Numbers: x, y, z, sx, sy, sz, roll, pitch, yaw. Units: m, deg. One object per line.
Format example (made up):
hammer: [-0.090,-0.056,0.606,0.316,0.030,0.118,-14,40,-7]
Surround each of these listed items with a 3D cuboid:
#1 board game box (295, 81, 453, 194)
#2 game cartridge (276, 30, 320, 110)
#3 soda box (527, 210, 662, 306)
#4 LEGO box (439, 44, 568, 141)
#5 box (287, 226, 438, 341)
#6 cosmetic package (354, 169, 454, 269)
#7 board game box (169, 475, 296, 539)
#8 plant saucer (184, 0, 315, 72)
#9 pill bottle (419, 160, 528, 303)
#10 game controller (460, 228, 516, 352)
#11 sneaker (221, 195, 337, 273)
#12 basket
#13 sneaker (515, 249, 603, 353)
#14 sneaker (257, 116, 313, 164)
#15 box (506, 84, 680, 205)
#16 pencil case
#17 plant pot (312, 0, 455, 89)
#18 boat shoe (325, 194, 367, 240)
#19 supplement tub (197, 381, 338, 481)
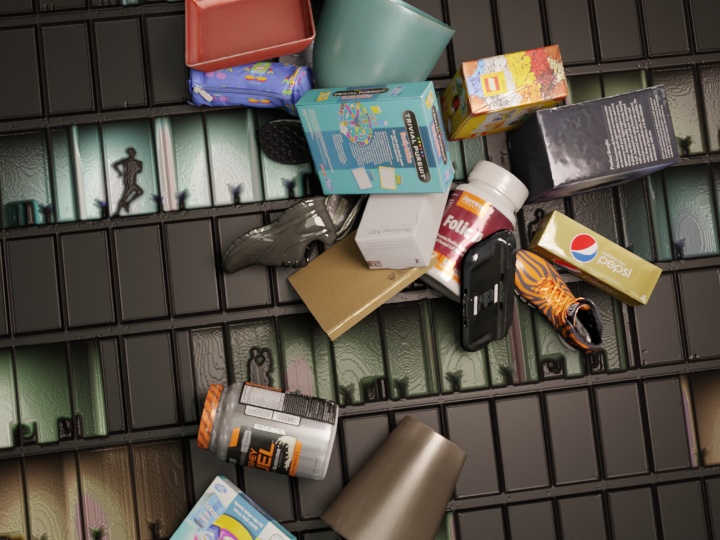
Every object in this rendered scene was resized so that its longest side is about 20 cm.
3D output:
board game box: [0.021,-0.186,1.310,0.198,0.047,0.152,2,128,27]
game cartridge: [-0.035,-0.318,1.470,0.197,0.038,0.132,3,82,-4]
soda box: [0.373,-0.017,1.459,0.198,0.068,0.065,28,84,-2]
LEGO box: [0.214,-0.267,1.400,0.147,0.200,0.078,-11,87,-5]
box: [0.000,0.000,1.398,0.199,0.164,0.021,-36,130,-4]
cosmetic package: [0.070,-0.101,1.382,0.100,0.074,0.202,-4,47,26]
board game box: [-0.216,0.438,1.378,0.150,0.047,0.201,36,84,13]
plant saucer: [-0.170,-0.381,1.411,0.197,0.037,0.202,-12,48,2]
pill bottle: [0.171,-0.061,1.425,0.113,0.114,0.201,33,84,-1]
game controller: [0.194,0.034,1.396,0.103,0.042,0.202,-21,129,-22]
sneaker: [-0.125,-0.035,1.402,0.198,0.076,0.092,-28,92,19]
basket: [0.065,0.335,1.383,0.179,0.136,0.201,34,81,-3]
sneaker: [0.313,0.043,1.428,0.078,0.112,0.200,-43,90,-6]
sneaker: [-0.063,-0.215,1.442,0.197,0.083,0.073,-2,114,22]
box: [0.349,-0.185,1.405,0.196,0.200,0.125,-11,87,-4]
pencil case: [-0.173,-0.285,1.411,0.197,0.087,0.079,9,127,13]
plant pot: [0.019,-0.328,1.366,0.199,0.201,0.162,26,107,-2]
boat shoe: [-0.011,-0.143,1.443,0.070,0.064,0.203,18,85,-2]
supplement tub: [-0.139,0.238,1.377,0.197,0.123,0.124,12,85,-2]
